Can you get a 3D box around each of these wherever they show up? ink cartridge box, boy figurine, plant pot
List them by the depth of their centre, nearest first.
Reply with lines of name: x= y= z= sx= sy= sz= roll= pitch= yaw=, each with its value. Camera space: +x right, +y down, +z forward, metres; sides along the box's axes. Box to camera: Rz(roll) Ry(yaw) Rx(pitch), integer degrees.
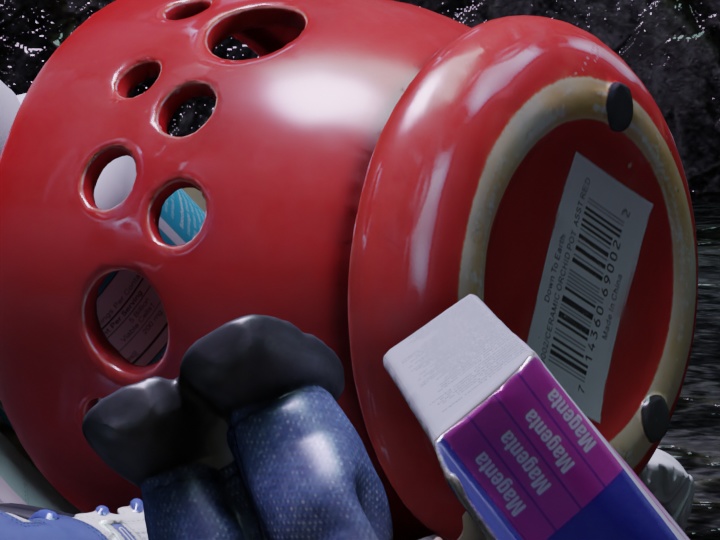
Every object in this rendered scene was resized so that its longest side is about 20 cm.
boy figurine: x=-0.013 y=0.116 z=0.753 sx=0.124 sy=0.200 sz=0.064 roll=-29 pitch=-32 yaw=14
ink cartridge box: x=0.086 y=0.101 z=0.780 sx=0.043 sy=0.196 sz=0.200 roll=-38 pitch=8 yaw=0
plant pot: x=0.000 y=0.000 z=0.985 sx=0.182 sy=0.201 sz=0.200 roll=2 pitch=7 yaw=40

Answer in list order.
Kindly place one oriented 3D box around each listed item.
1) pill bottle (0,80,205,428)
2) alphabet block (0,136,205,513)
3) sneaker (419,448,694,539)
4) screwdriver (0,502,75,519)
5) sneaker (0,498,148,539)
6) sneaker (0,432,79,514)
pill bottle: x=-0.105 y=0.008 z=1.091 sx=0.111 sy=0.111 sz=0.200 roll=6 pitch=-31 yaw=43
alphabet block: x=-0.178 y=0.039 z=1.240 sx=0.196 sy=0.196 sz=0.200 roll=9 pitch=10 yaw=43
sneaker: x=0.032 y=0.092 z=1.103 sx=0.200 sy=0.078 sz=0.099 roll=-9 pitch=31 yaw=-28
screwdriver: x=-0.160 y=0.088 z=0.974 sx=0.200 sy=0.029 sz=0.028 roll=1 pitch=0 yaw=30
sneaker: x=-0.064 y=0.100 z=0.898 sx=0.200 sy=0.088 sz=0.075 roll=24 pitch=-35 yaw=-24
sneaker: x=-0.164 y=0.077 z=1.072 sx=0.074 sy=0.200 sz=0.118 roll=-42 pitch=9 yaw=-5
